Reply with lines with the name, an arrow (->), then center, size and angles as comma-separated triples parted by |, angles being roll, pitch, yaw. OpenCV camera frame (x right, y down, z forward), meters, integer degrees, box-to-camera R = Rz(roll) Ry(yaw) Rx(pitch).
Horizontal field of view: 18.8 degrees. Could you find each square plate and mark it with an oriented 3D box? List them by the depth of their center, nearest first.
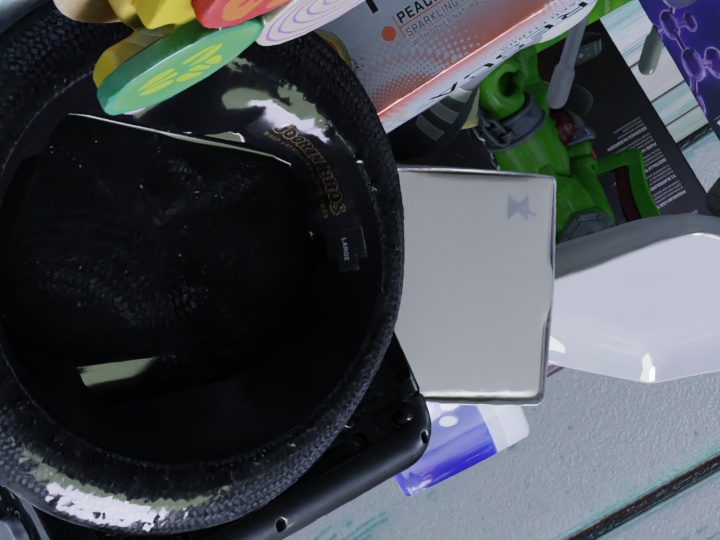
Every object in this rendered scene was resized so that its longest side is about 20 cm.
square plate -> 0.150, 0.013, 1.057 | 0.198, 0.028, 0.200 | 15, 158, -39

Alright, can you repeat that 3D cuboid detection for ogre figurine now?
ogre figurine -> 0.092, -0.052, 1.124 | 0.098, 0.120, 0.200 | -28, 174, -17

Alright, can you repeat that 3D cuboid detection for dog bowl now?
dog bowl -> 0.013, 0.021, 1.202 | 0.079, 0.200, 0.200 | -29, 175, -1

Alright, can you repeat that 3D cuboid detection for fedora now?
fedora -> -0.082, -0.007, 0.731 | 0.200, 0.201, 0.092 | -28, -156, -35

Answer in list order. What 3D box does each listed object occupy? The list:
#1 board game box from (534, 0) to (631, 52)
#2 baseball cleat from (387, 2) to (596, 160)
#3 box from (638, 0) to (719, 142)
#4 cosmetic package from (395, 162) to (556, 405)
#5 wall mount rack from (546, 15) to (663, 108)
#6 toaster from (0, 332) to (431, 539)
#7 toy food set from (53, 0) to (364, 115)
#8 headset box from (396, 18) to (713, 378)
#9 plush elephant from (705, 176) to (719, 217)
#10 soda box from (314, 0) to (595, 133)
board game box -> 0.112, -0.144, 1.155 | 0.200, 0.030, 0.096 | -27, 175, -10
baseball cleat -> 0.019, -0.099, 0.919 | 0.106, 0.070, 0.200 | -9, 162, -31
box -> 0.179, -0.150, 0.826 | 0.079, 0.141, 0.200 | -29, 174, -26
cosmetic package -> 0.000, 0.000, 0.992 | 0.087, 0.104, 0.200 | 2, -178, -27
wall mount rack -> 0.163, -0.159, 1.038 | 0.174, 0.075, 0.200 | -33, 174, 32
toaster -> -0.085, 0.031, 0.855 | 0.200, 0.181, 0.119 | -27, 176, -32
toy food set -> 0.003, -0.118, 0.614 | 0.200, 0.049, 0.198 | -29, 175, -25
headset box -> 0.118, -0.036, 1.267 | 0.149, 0.200, 0.075 | -30, 175, 3
plush elephant -> 0.228, -0.073, 1.016 | 0.155, 0.165, 0.200 | -25, 165, -27
soda box -> 0.041, -0.112, 0.792 | 0.200, 0.068, 0.064 | -31, 176, 13
